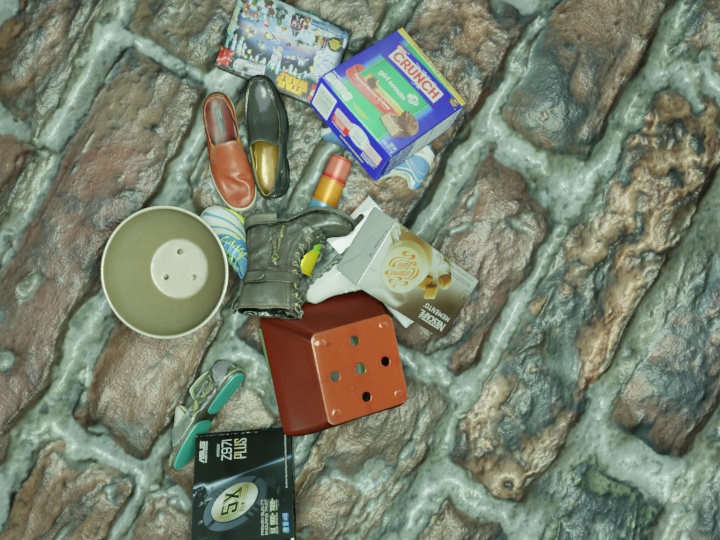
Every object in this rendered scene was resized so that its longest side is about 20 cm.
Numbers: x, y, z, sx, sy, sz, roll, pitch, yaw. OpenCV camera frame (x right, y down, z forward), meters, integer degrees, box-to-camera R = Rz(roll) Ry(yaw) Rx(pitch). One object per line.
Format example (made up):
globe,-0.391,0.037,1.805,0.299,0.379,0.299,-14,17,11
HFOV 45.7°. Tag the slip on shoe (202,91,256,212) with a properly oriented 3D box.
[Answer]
slip on shoe,-0.221,-0.197,1.418,0.072,0.061,0.205,-13,94,-3

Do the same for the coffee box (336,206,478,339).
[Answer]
coffee box,0.075,0.006,1.336,0.199,0.080,0.116,33,92,-34

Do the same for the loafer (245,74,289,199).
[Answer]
loafer,-0.153,-0.217,1.398,0.071,0.072,0.205,-9,101,7

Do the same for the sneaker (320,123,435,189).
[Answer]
sneaker,0.025,-0.196,1.419,0.196,0.076,0.079,17,87,-2

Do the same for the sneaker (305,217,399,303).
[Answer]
sneaker,0.000,0.000,1.382,0.198,0.076,0.081,-36,102,1

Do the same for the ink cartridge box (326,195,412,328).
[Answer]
ink cartridge box,0.046,-0.015,1.441,0.109,0.050,0.200,-43,92,0

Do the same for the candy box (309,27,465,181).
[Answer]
candy box,0.046,-0.267,1.363,0.170,0.077,0.199,49,55,5

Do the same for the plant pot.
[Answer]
plant pot,-0.029,0.148,1.341,0.196,0.176,0.205,-13,92,-19

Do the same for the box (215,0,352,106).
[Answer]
box,-0.127,-0.368,1.425,0.196,0.040,0.140,21,92,-3

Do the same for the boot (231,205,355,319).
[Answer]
boot,-0.101,-0.005,1.330,0.195,0.070,0.178,-5,60,1

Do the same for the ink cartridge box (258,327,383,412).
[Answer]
ink cartridge box,-0.060,0.143,1.446,0.196,0.048,0.149,-15,94,-21

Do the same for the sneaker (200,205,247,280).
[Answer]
sneaker,-0.188,-0.030,1.403,0.200,0.105,0.076,43,90,-4

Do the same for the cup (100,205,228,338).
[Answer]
cup,-0.304,0.000,1.381,0.195,0.143,0.206,0,93,-3

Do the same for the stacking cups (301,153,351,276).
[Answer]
stacking cups,-0.065,-0.093,1.429,0.059,0.061,0.203,25,90,-3

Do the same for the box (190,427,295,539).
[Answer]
box,-0.185,0.365,1.374,0.160,0.087,0.203,-4,50,-2

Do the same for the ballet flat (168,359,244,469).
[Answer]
ballet flat,-0.272,0.235,1.438,0.071,0.072,0.202,34,90,-3
